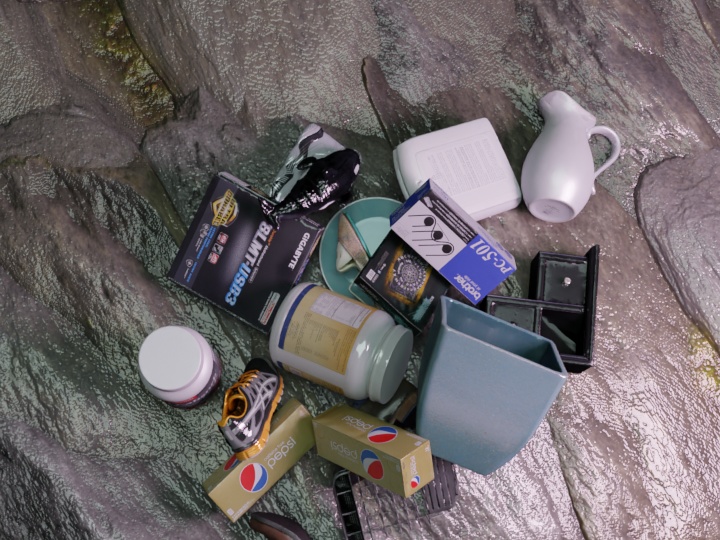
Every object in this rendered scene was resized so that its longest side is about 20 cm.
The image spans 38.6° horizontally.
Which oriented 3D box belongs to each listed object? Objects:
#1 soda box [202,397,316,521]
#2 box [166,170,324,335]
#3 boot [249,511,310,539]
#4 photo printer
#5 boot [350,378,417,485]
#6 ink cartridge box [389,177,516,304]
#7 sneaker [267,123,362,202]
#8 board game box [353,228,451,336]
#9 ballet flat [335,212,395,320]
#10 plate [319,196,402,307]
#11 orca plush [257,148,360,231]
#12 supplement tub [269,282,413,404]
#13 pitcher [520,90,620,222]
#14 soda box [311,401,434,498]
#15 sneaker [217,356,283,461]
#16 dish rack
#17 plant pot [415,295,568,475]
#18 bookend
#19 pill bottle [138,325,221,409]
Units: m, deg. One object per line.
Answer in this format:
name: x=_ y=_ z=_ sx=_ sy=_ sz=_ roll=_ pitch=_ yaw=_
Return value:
soda box: x=-0.152 y=0.296 z=1.622 sx=0.200 sy=0.068 sz=0.064 roll=-44 pitch=104 yaw=-10
box: x=-0.189 y=-0.029 z=1.685 sx=0.197 sy=0.050 sz=0.202 roll=30 pitch=101 yaw=5
boot: x=-0.128 y=0.500 z=1.609 sx=0.186 sy=0.068 sz=0.202 roll=27 pitch=91 yaw=8
photo printer: x=0.155 y=-0.156 z=1.716 sx=0.198 sy=0.069 sz=0.168 roll=-20 pitch=81 yaw=-29
boot: x=0.015 y=0.253 z=1.666 sx=0.200 sy=0.075 sz=0.097 roll=-46 pitch=60 yaw=-4
ink cartridge box: x=0.147 y=-0.045 z=1.639 sx=0.200 sy=0.044 sz=0.094 roll=41 pitch=111 yaw=-19
sneaker: x=-0.081 y=-0.142 z=1.733 sx=0.114 sy=0.075 sz=0.202 roll=26 pitch=75 yaw=6
board game box: x=0.090 y=-0.008 z=1.679 sx=0.135 sy=0.028 sz=0.201 roll=42 pitch=55 yaw=-8
ballet flat: x=0.000 y=0.000 z=1.686 sx=0.067 sy=0.068 sz=0.201 roll=-32 pitch=79 yaw=-2
plate: x=0.028 y=-0.024 z=1.737 sx=0.197 sy=0.026 sz=0.203 roll=1 pitch=77 yaw=-2
orca plush: x=-0.074 y=-0.148 z=1.643 sx=0.198 sy=0.071 sz=0.106 roll=-22 pitch=69 yaw=-24
supplement tub: x=-0.029 y=0.116 z=1.623 sx=0.198 sy=0.145 sz=0.146 roll=21 pitch=77 yaw=18
pitcher: x=0.360 y=-0.180 z=1.745 sx=0.169 sy=0.121 sz=0.203 roll=20 pitch=66 yaw=-13
soda box: x=0.016 y=0.265 z=1.539 sx=0.064 sy=0.199 sz=0.069 roll=-26 pitch=118 yaw=-37
sneaker: x=-0.175 y=0.200 z=1.611 sx=0.078 sy=0.201 sz=0.077 roll=-28 pitch=121 yaw=21
dish rack: x=0.059 y=0.348 z=1.609 sx=0.197 sy=0.055 sz=0.155 roll=-16 pitch=111 yaw=-6
plant pot: x=0.173 y=0.184 z=1.542 sx=0.194 sy=0.196 sz=0.202 roll=21 pitch=102 yaw=-1
bookend: x=0.283 y=0.054 z=1.693 sx=0.195 sy=0.092 sz=0.203 roll=8 pitch=76 yaw=0
pill bottle: x=-0.282 y=0.150 z=1.598 sx=0.114 sy=0.200 sz=0.118 roll=0 pitch=77 yaw=-1
